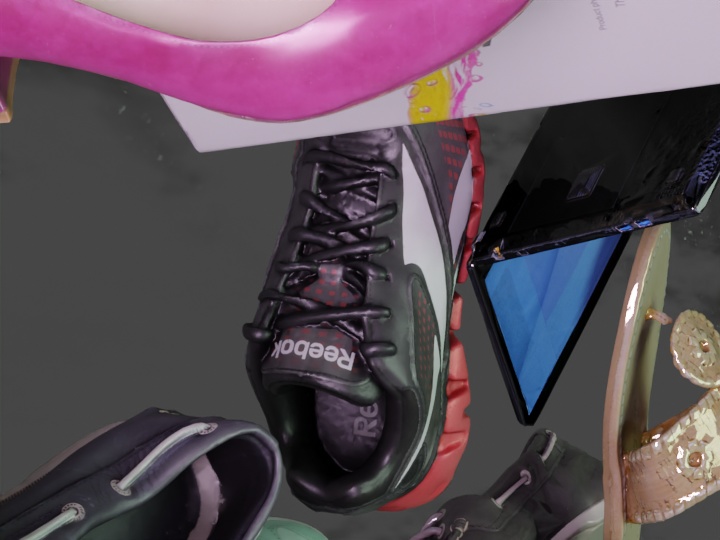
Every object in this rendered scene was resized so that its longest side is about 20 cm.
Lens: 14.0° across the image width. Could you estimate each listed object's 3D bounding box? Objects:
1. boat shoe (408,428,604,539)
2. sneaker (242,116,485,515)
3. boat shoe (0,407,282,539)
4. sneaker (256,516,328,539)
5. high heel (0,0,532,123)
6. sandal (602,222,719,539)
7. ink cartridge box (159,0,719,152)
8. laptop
[{"bbox_3d":[0.052,0.116,1.254,0.067,0.057,0.200,-55,164,27],"label":"boat shoe"},{"bbox_3d":[0.000,0.000,1.076,0.098,0.070,0.202,-28,122,-64],"label":"sneaker"},{"bbox_3d":[-0.091,0.100,0.877,0.200,0.062,0.073,-43,112,-50],"label":"boat shoe"},{"bbox_3d":[-0.021,0.135,1.003,0.200,0.117,0.074,-18,110,-65],"label":"sneaker"},{"bbox_3d":[-0.052,-0.092,0.798,0.096,0.199,0.068,74,17,-51],"label":"high heel"},{"bbox_3d":[0.134,0.084,1.220,0.078,0.069,0.213,-38,141,-68],"label":"sandal"},{"bbox_3d":[0.022,-0.144,0.906,0.145,0.199,0.148,62,26,-54],"label":"ink cartridge box"},{"bbox_3d":[0.125,-0.047,1.105,0.103,0.200,0.178,41,62,-23],"label":"laptop"}]
